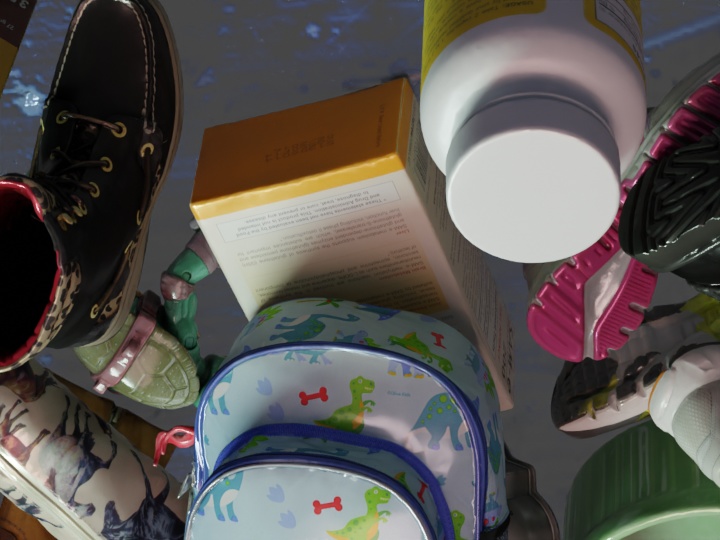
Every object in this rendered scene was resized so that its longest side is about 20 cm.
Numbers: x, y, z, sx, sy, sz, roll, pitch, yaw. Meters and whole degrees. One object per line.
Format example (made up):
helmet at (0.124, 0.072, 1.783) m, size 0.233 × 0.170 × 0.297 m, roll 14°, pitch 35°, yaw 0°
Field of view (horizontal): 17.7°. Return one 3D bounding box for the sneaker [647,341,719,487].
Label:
sneaker at (0.261, 0.092, 1.294) m, size 0.199 × 0.092 × 0.076 m, roll -4°, pitch 133°, yaw -24°

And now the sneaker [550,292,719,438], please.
sneaker at (0.205, 0.059, 1.354) m, size 0.199 × 0.075 × 0.085 m, roll -27°, pitch 125°, yaw 25°

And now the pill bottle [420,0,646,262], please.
pill bottle at (0.084, -0.101, 1.134) m, size 0.110 × 0.201 × 0.112 m, roll 2°, pitch 132°, yaw 2°

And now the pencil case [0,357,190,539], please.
pencil case at (-0.179, 0.113, 1.346) m, size 0.078 × 0.090 × 0.200 m, roll -40°, pitch 117°, yaw 14°

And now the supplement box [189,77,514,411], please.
supplement box at (0.000, 0.000, 1.315) m, size 0.125 × 0.074 × 0.201 m, roll -13°, pitch 128°, yaw 16°

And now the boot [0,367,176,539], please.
boot at (-0.217, 0.156, 1.391) m, size 0.188 × 0.068 × 0.201 m, roll 25°, pitch 86°, yaw -29°

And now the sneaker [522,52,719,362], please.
sneaker at (0.153, -0.050, 1.259) m, size 0.200 × 0.088 × 0.081 m, roll -46°, pitch 120°, yaw 9°

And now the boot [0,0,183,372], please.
boot at (-0.152, -0.046, 1.192) m, size 0.073 × 0.151 × 0.201 m, roll 15°, pitch 102°, yaw 10°

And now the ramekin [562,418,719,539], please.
ramekin at (0.217, 0.181, 1.446) m, size 0.198 × 0.098 × 0.201 m, roll 2°, pitch 132°, yaw 2°

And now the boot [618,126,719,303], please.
boot at (0.250, -0.020, 1.165) m, size 0.157 × 0.080 × 0.211 m, roll 32°, pitch 151°, yaw -25°

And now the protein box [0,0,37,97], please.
protein box at (-0.289, -0.053, 1.200) m, size 0.134 × 0.199 × 0.200 m, roll 29°, pitch 128°, yaw -16°

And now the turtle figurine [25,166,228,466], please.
turtle figurine at (-0.127, 0.026, 1.336) m, size 0.199 × 0.101 × 0.150 m, roll 33°, pitch 120°, yaw -14°

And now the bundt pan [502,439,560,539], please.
bundt pan at (0.018, 0.176, 1.386) m, size 0.200 × 0.203 × 0.076 m, roll -11°, pitch 170°, yaw 13°

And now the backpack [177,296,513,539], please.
backpack at (-0.010, 0.127, 1.249) m, size 0.182 × 0.147 × 0.202 m, roll 6°, pitch 107°, yaw 11°
